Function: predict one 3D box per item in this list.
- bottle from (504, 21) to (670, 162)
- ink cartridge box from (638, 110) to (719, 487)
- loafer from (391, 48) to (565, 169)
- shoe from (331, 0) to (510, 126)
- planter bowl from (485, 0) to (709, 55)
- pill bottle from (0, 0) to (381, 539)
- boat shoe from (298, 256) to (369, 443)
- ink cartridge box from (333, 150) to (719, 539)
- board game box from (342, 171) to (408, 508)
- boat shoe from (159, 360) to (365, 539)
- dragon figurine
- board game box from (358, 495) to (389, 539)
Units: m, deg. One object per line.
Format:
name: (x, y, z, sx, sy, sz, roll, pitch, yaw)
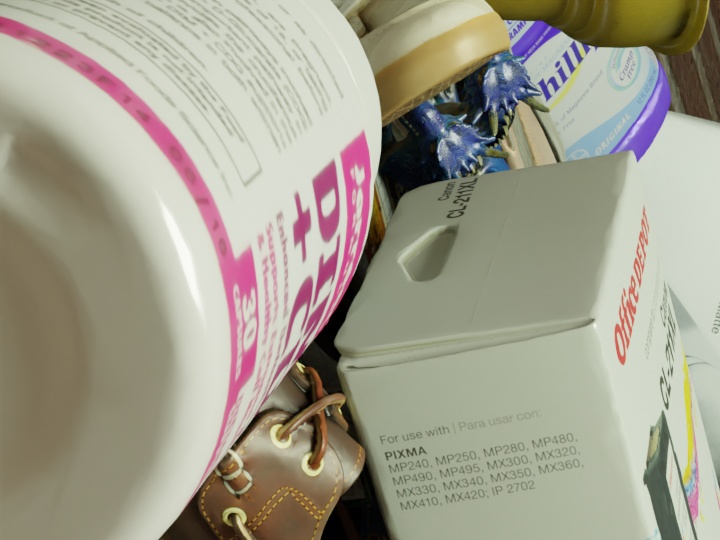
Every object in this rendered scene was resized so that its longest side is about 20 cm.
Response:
bottle: (0.061, -0.111, 0.961, 0.084, 0.065, 0.200, -52, 135, -9)
ink cartridge box: (0.174, 0.031, 1.093, 0.041, 0.200, 0.200, -109, -147, -88)
loafer: (0.027, -0.073, 0.896, 0.200, 0.072, 0.063, 49, 32, -40)
shoe: (-0.006, -0.076, 0.744, 0.053, 0.070, 0.200, 57, -9, -9)
planter bowl: (0.038, -0.152, 0.782, 0.200, 0.083, 0.201, 157, -90, -84)
pill bottle: (-0.060, -0.013, 0.485, 0.200, 0.113, 0.113, -53, 133, -70)
boat shoe: (-0.023, 0.000, 0.725, 0.202, 0.065, 0.074, 65, 22, -50)
ink cartridge box: (0.068, 0.080, 0.735, 0.146, 0.083, 0.200, -66, 142, -63)
board game box: (0.000, 0.000, 0.908, 0.200, 0.023, 0.105, -70, 151, -62)
boat shoe: (-0.031, 0.058, 0.655, 0.070, 0.070, 0.200, -70, 147, -51)
dragon figurine: (0.049, -0.013, 0.850, 0.099, 0.059, 0.200, 50, -14, 53)
board game box: (0.031, 0.185, 0.899, 0.136, 0.035, 0.200, 64, 22, -51)
